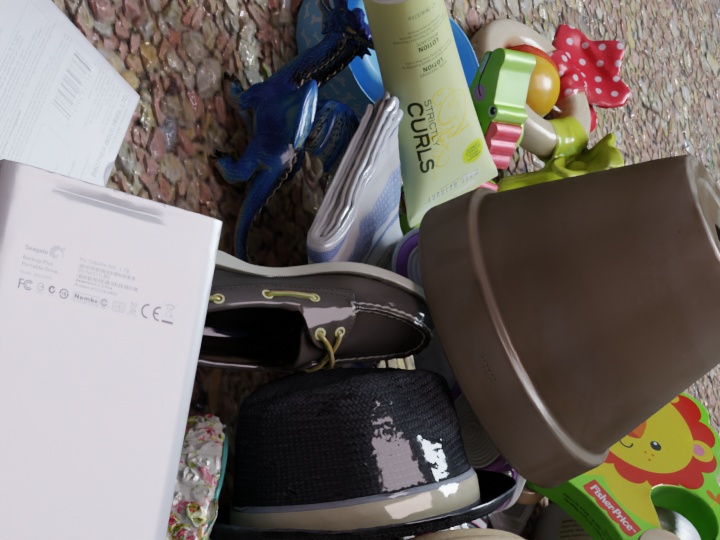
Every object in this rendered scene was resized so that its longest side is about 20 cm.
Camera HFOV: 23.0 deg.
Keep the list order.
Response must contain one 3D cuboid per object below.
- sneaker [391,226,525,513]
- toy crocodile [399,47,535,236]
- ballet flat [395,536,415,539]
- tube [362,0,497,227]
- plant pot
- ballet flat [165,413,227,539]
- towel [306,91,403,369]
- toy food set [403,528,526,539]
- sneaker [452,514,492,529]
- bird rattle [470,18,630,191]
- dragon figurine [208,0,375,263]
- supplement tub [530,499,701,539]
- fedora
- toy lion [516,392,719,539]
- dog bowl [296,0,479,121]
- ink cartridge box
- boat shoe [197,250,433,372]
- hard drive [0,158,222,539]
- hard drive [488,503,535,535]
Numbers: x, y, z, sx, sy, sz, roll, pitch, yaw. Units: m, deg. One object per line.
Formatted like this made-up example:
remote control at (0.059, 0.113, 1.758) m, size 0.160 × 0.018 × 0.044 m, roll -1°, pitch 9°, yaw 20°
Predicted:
sneaker at (0.076, 0.068, 1.237) m, size 0.100 × 0.074 × 0.202 m, roll 35°, pitch 41°, yaw -84°
toy crocodile at (0.075, -0.068, 1.291) m, size 0.067 × 0.062 × 0.201 m, roll 9°, pitch 113°, yaw -46°
ballet flat at (0.006, 0.196, 1.159) m, size 0.199 × 0.068 × 0.068 m, roll 17°, pitch 46°, yaw -43°
tube at (0.046, -0.118, 1.189) m, size 0.201 × 0.057 × 0.052 m, roll 74°, pitch 23°, yaw -44°
plant pot at (0.157, 0.015, 1.129) m, size 0.200 × 0.172 × 0.201 m, roll 49°, pitch 26°, yaw -34°
ballet flat at (-0.122, 0.161, 0.993) m, size 0.064 × 0.075 × 0.202 m, roll 29°, pitch 52°, yaw -26°
towel at (0.000, 0.000, 1.181) m, size 0.201 × 0.024 × 0.148 m, roll 87°, pitch 21°, yaw -47°
toy food set at (0.032, 0.225, 1.105) m, size 0.198 × 0.199 × 0.049 m, roll 34°, pitch 31°, yaw -51°
sneaker at (0.068, 0.196, 1.264) m, size 0.087 × 0.073 × 0.202 m, roll -37°, pitch 107°, yaw -47°
bird rattle at (0.159, -0.149, 1.482) m, size 0.163 × 0.112 × 0.201 m, roll 36°, pitch 48°, yaw -26°
dragon figurine at (-0.041, -0.089, 1.153) m, size 0.059 × 0.099 × 0.202 m, roll 35°, pitch 53°, yaw -46°
supplement tub at (0.196, 0.262, 1.376) m, size 0.145 × 0.144 × 0.202 m, roll 45°, pitch 47°, yaw -41°
fedora at (-0.005, 0.107, 1.068) m, size 0.200 × 0.199 × 0.093 m, roll -10°, pitch 94°, yaw -57°
toy lion at (0.209, 0.151, 1.333) m, size 0.191 × 0.069 × 0.200 m, roll -19°, pitch 57°, yaw -41°
dog bowl at (0.023, -0.150, 1.313) m, size 0.199 × 0.049 × 0.113 m, roll 29°, pitch 58°, yaw -51°
ink cartridge box at (-0.207, -0.109, 0.961) m, size 0.200 × 0.042 × 0.120 m, roll 50°, pitch 44°, yaw -41°
boat shoe at (-0.045, 0.034, 1.066) m, size 0.199 × 0.072 × 0.061 m, roll 7°, pitch 44°, yaw -19°
hard drive at (-0.152, 0.056, 0.939) m, size 0.131 × 0.025 × 0.202 m, roll 15°, pitch 78°, yaw -29°
hard drive at (0.112, 0.111, 1.389) m, size 0.200 × 0.038 × 0.141 m, roll -52°, pitch 124°, yaw -50°
